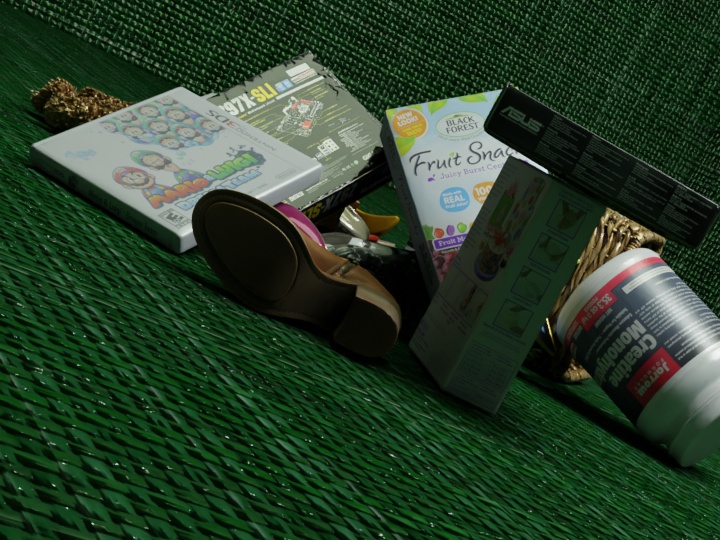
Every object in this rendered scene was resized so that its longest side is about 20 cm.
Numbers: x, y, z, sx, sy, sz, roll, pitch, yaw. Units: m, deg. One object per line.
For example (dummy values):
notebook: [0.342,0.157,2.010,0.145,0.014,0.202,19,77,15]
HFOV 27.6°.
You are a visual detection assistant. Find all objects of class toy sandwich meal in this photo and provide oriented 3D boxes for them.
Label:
toy sandwich meal: [-0.036,-0.087,1.975,0.204,0.071,0.205,27,6,-3]

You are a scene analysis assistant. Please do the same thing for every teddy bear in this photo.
teddy bear: [-0.281,-0.156,1.603,0.199,0.067,0.145,23,-6,26]

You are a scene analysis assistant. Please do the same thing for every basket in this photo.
basket: [0.266,0.030,1.691,0.148,0.201,0.143,27,9,-11]

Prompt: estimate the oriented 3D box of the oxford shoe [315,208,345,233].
oxford shoe: [-0.042,-0.067,1.509,0.071,0.072,0.200,41,52,12]

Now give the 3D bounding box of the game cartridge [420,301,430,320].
game cartridge: [0.000,0.000,1.592,0.199,0.041,0.133,23,11,-34]

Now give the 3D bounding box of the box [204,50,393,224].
box: [-0.077,-0.120,1.460,0.199,0.049,0.160,-32,67,-33]

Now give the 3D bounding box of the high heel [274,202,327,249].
high heel: [-0.125,-0.048,1.328,0.199,0.068,0.096,33,16,22]

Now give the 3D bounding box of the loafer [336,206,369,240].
loafer: [-0.056,-0.097,1.779,0.200,0.068,0.076,43,-30,16]

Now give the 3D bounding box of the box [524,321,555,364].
box: [0.137,-0.005,1.533,0.200,0.049,0.161,40,36,-57]

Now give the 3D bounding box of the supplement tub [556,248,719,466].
supplement tub: [0.314,0.089,1.531,0.200,0.140,0.140,50,16,25]

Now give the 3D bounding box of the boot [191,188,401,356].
boot: [-0.054,-0.001,1.220,0.200,0.074,0.155,39,6,-8]

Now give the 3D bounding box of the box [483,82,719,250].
box: [0.197,-0.088,1.240,0.199,0.048,0.193,31,4,3]

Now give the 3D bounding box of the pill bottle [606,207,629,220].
pill bottle: [0.245,0.004,1.819,0.119,0.201,0.120,27,6,-3]

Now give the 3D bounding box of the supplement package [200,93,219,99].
supplement package: [-0.125,-0.133,1.633,0.116,0.118,0.200,6,7,-3]

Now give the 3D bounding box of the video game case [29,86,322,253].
video game case: [-0.163,-0.096,1.318,0.181,0.024,0.200,30,37,24]

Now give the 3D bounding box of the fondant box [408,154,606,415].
fondant box: [0.123,0.009,1.275,0.058,0.201,0.144,25,7,-14]

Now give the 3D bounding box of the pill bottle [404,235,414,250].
pill bottle: [0.123,-0.047,1.712,0.112,0.201,0.112,27,5,-2]

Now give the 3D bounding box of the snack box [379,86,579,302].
snack box: [0.112,-0.071,1.417,0.141,0.201,0.053,-10,-24,-13]

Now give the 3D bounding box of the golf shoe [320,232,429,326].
golf shoe: [0.002,-0.002,1.427,0.094,0.078,0.200,31,6,35]
